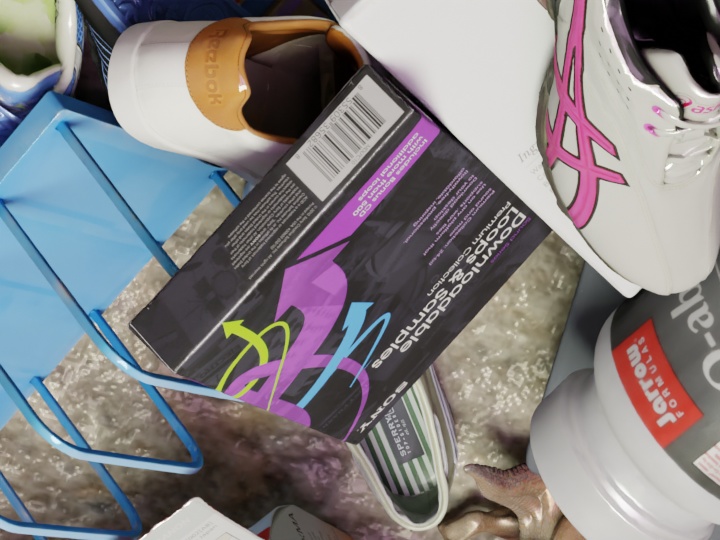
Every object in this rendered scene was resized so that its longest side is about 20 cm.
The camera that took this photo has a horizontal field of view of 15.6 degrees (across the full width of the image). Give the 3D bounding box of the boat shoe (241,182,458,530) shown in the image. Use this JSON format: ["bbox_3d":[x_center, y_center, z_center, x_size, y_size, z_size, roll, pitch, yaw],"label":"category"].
[{"bbox_3d":[0.003,0.036,1.272,0.072,0.062,0.201,-26,117,5],"label":"boat shoe"}]

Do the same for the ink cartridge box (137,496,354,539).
[{"bbox_3d":[-0.099,0.168,1.282,0.162,0.050,0.200,-37,145,10],"label":"ink cartridge box"}]

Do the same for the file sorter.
[{"bbox_3d":[-0.131,0.044,1.191,0.200,0.123,0.139,-48,153,15],"label":"file sorter"}]

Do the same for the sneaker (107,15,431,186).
[{"bbox_3d":[-0.010,-0.063,1.107,0.199,0.084,0.073,7,82,-51],"label":"sneaker"}]

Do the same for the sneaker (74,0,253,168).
[{"bbox_3d":[-0.094,-0.108,1.132,0.078,0.070,0.200,-2,141,41],"label":"sneaker"}]

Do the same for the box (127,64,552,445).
[{"bbox_3d":[0.000,0.000,1.119,0.143,0.036,0.200,-48,157,6],"label":"box"}]

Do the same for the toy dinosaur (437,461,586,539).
[{"bbox_3d":[0.126,0.148,1.341,0.135,0.086,0.201,-32,108,4],"label":"toy dinosaur"}]

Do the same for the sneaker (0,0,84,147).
[{"bbox_3d":[-0.166,-0.077,1.181,0.075,0.077,0.201,5,116,-12],"label":"sneaker"}]

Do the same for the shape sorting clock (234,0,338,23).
[{"bbox_3d":[-0.012,-0.180,1.174,0.198,0.039,0.201,-4,117,-7],"label":"shape sorting clock"}]

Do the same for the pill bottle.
[{"bbox_3d":[0.172,0.038,1.128,0.116,0.116,0.200,33,123,-22],"label":"pill bottle"}]

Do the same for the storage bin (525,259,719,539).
[{"bbox_3d":[0.170,0.034,1.269,0.133,0.146,0.201,21,115,11],"label":"storage bin"}]

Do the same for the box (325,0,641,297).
[{"bbox_3d":[0.067,-0.112,1.126,0.106,0.152,0.200,-44,124,7],"label":"box"}]

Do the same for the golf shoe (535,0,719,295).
[{"bbox_3d":[0.110,-0.067,1.021,0.072,0.092,0.201,-24,124,-12],"label":"golf shoe"}]
